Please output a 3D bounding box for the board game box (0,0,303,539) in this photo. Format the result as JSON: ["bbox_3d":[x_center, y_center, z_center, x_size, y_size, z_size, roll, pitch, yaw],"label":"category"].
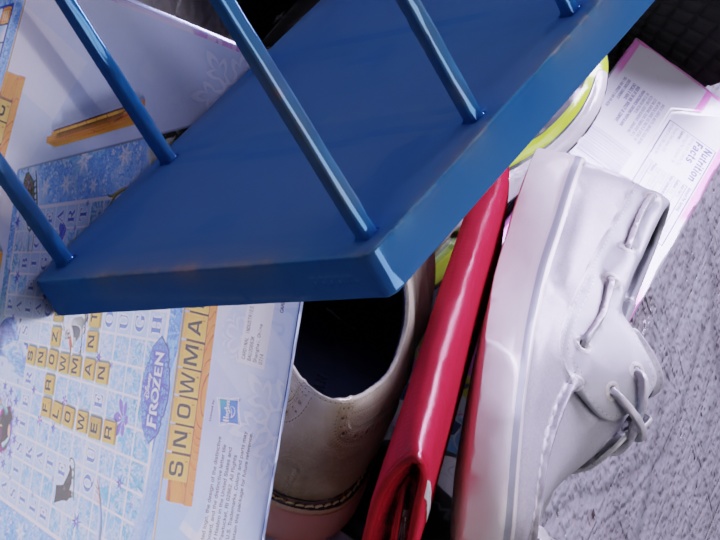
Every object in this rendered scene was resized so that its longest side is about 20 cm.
[{"bbox_3d":[-0.107,0.013,0.617,0.199,0.041,0.201,20,73,-37],"label":"board game box"}]

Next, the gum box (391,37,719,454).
[{"bbox_3d":[0.093,-0.009,0.993,0.114,0.066,0.200,-55,178,41],"label":"gum box"}]

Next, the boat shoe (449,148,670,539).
[{"bbox_3d":[0.077,0.035,0.811,0.200,0.068,0.072,-71,172,-51],"label":"boat shoe"}]

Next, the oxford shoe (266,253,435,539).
[{"bbox_3d":[0.000,0.000,0.780,0.200,0.070,0.074,-82,-167,-45],"label":"oxford shoe"}]

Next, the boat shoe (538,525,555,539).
[{"bbox_3d":[0.071,0.148,1.004,0.075,0.086,0.203,60,42,-46],"label":"boat shoe"}]

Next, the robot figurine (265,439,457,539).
[{"bbox_3d":[-0.007,0.132,0.818,0.125,0.150,0.200,-51,165,24],"label":"robot figurine"}]

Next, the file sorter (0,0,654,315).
[{"bbox_3d":[-0.010,-0.099,0.588,0.200,0.138,0.123,-47,118,-33],"label":"file sorter"}]

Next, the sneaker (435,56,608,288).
[{"bbox_3d":[0.034,-0.063,0.915,0.081,0.074,0.200,57,48,-20],"label":"sneaker"}]

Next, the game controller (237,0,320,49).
[{"bbox_3d":[-0.008,-0.183,0.828,0.104,0.042,0.201,124,-22,-71],"label":"game controller"}]

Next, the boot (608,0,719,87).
[{"bbox_3d":[0.153,-0.145,1.089,0.200,0.067,0.131,129,-18,-60],"label":"boot"}]

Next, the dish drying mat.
[{"bbox_3d":[0.029,0.036,0.775,0.200,0.018,0.077,-67,170,-57],"label":"dish drying mat"}]
